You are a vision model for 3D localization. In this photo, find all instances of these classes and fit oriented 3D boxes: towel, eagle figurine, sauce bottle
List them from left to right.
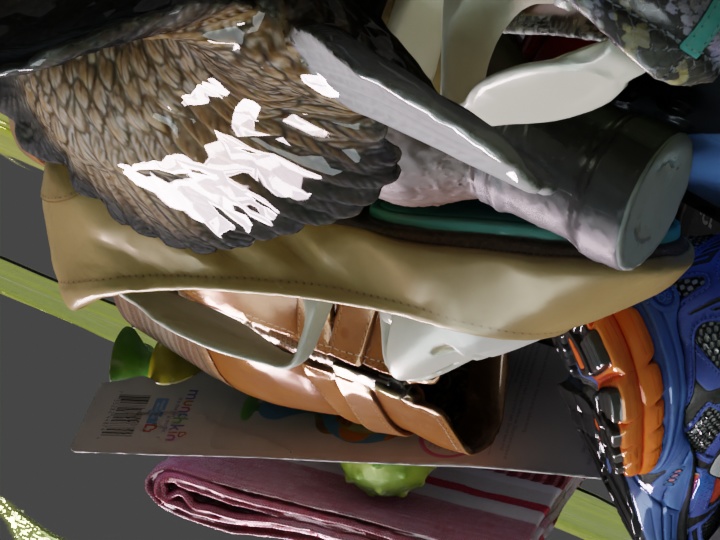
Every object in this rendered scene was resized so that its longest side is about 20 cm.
[{"bbox_3d":[-0.047,-0.067,0.637,0.152,0.200,0.151,56,-154,-15],"label":"eagle figurine"},{"bbox_3d":[-0.005,-0.057,0.813,0.200,0.065,0.065,27,176,24],"label":"sauce bottle"},{"bbox_3d":[0.015,0.071,1.165,0.144,0.023,0.200,14,-162,13],"label":"towel"}]

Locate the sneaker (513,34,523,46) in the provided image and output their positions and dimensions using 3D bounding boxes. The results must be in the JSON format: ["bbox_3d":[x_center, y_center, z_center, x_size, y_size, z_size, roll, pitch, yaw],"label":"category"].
[{"bbox_3d":[-0.020,-0.070,0.893,0.199,0.076,0.116,19,161,-9],"label":"sneaker"}]

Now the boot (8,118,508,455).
[{"bbox_3d":[-0.031,-0.020,0.990,0.155,0.077,0.200,21,142,31],"label":"boot"}]

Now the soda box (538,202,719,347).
[{"bbox_3d":[0.040,-0.017,1.068,0.200,0.064,0.071,17,172,34],"label":"soda box"}]

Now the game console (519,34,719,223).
[{"bbox_3d":[0.154,-0.023,0.830,0.200,0.031,0.177,26,172,-33],"label":"game console"}]

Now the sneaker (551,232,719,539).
[{"bbox_3d":[0.109,0.041,0.942,0.078,0.076,0.200,-23,162,-1],"label":"sneaker"}]

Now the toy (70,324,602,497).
[{"bbox_3d":[0.005,0.049,1.099,0.199,0.115,0.047,5,127,14],"label":"toy"}]

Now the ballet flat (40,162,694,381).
[{"bbox_3d":[0.000,0.000,0.860,0.199,0.063,0.069,11,-164,22],"label":"ballet flat"}]

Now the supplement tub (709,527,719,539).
[{"bbox_3d":[0.202,0.157,1.005,0.200,0.132,0.132,58,174,4],"label":"supplement tub"}]

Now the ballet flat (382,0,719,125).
[{"bbox_3d":[0.024,-0.069,0.711,0.072,0.072,0.200,26,172,-31],"label":"ballet flat"}]
